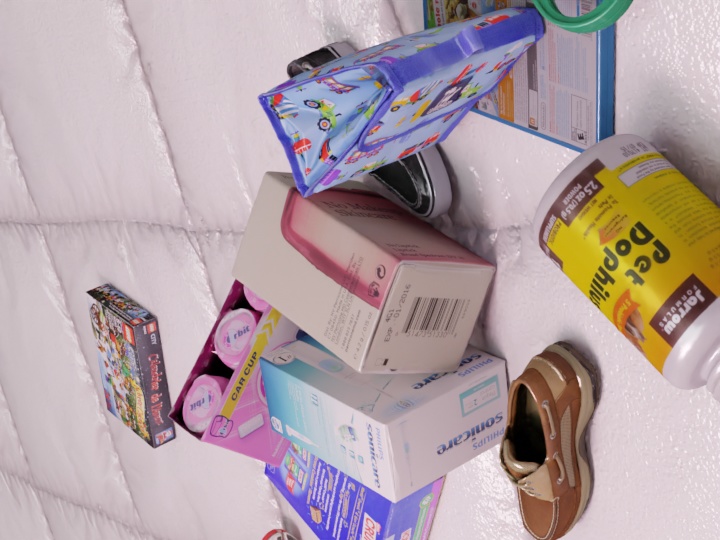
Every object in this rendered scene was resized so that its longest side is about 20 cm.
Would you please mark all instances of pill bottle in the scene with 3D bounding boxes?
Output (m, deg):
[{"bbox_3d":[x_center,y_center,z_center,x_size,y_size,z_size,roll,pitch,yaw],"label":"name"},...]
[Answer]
[{"bbox_3d":[0.219,0.005,0.962,0.200,0.109,0.109,49,145,27],"label":"pill bottle"}]

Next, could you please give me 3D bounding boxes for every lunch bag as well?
[{"bbox_3d":[0.038,-0.147,1.064,0.200,0.150,0.094,-27,87,59],"label":"lunch bag"}]

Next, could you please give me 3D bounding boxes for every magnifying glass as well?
[{"bbox_3d":[0.125,-0.229,1.011,0.200,0.022,0.080,34,107,43],"label":"magnifying glass"}]

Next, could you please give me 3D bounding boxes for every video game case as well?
[{"bbox_3d":[0.119,-0.181,1.082,0.200,0.018,0.144,29,133,45],"label":"video game case"}]

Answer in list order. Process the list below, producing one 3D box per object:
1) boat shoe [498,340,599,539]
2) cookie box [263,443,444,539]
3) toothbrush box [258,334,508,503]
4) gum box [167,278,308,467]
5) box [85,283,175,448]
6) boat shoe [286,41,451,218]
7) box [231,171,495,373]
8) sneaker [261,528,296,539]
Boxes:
[{"bbox_3d":[0.151,0.153,1.197,0.076,0.074,0.201,33,135,43],"label":"boat shoe"},{"bbox_3d":[-0.011,0.220,1.488,0.200,0.075,0.171,46,142,32],"label":"cookie box"},{"bbox_3d":[0.022,0.119,1.304,0.200,0.146,0.086,24,129,49],"label":"toothbrush box"},{"bbox_3d":[-0.094,0.086,1.405,0.066,0.113,0.200,25,88,46],"label":"gum box"},{"bbox_3d":[-0.322,0.133,1.943,0.136,0.038,0.201,29,133,46],"label":"box"},{"bbox_3d":[0.004,-0.122,1.246,0.200,0.068,0.074,57,148,15],"label":"boat shoe"},{"bbox_3d":[0.000,0.000,1.251,0.200,0.128,0.109,35,112,41],"label":"box"},{"bbox_3d":[-0.119,0.400,1.778,0.085,0.077,0.200,43,142,42],"label":"sneaker"}]
